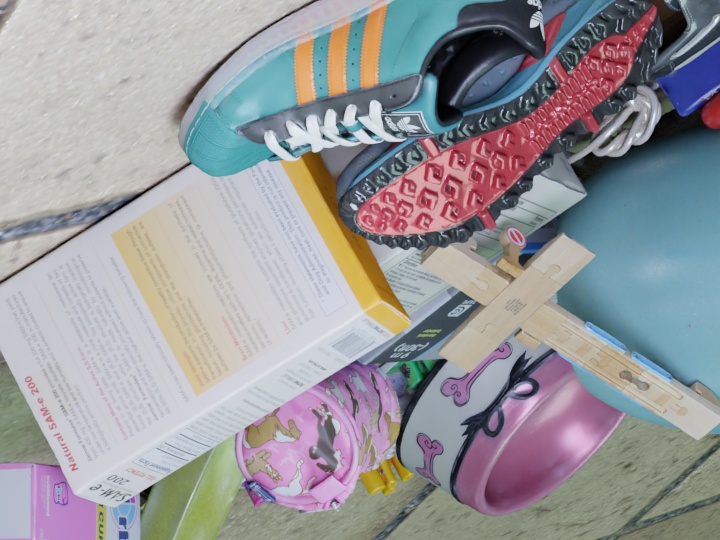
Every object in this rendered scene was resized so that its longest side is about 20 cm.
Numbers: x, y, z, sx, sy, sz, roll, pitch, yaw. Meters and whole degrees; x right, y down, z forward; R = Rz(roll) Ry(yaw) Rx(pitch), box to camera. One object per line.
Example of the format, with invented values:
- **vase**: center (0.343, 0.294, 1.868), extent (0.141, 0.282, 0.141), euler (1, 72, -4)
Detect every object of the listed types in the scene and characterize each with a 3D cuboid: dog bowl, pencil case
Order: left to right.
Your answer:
- **pencil case**: center (-0.025, 0.101, 1.879), extent (0.200, 0.083, 0.087), euler (-33, 138, -80)
- **dog bowl**: center (0.123, 0.094, 2.106), extent (0.200, 0.074, 0.200), euler (-35, 154, -21)

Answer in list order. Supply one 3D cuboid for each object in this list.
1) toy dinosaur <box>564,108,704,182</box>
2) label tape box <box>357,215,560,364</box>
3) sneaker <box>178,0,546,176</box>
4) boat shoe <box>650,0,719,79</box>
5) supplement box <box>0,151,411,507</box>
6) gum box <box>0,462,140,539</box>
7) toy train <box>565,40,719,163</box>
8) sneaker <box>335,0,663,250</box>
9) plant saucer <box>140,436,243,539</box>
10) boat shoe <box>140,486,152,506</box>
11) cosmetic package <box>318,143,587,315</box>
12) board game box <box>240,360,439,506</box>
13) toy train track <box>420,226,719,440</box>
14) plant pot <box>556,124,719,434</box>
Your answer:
- **toy dinosaur**: center (0.214, -0.086, 1.838), extent (0.200, 0.077, 0.102), euler (-30, 176, 16)
- **label tape box**: center (0.054, 0.016, 1.885), extent (0.200, 0.066, 0.143), euler (-41, 158, 30)
- **sneaker**: center (0.002, -0.094, 1.482), extent (0.200, 0.080, 0.071), euler (-32, 157, 10)
- **boat shoe**: center (0.189, -0.165, 1.592), extent (0.068, 0.072, 0.200), euler (-17, 160, -43)
- **supplement box**: center (-0.091, 0.023, 1.593), extent (0.200, 0.126, 0.074), euler (-31, 163, 7)
- **gum box**: center (-0.239, 0.146, 1.665), extent (0.199, 0.066, 0.113), euler (-3, 173, 26)
- **toy train**: center (0.204, -0.126, 1.728), extent (0.200, 0.085, 0.116), euler (-36, 174, 20)
- **sneaker**: center (0.064, -0.088, 1.563), extent (0.200, 0.096, 0.079), euler (-35, 131, -10)
- **plant saucer**: center (-0.106, 0.139, 1.864), extent (0.200, 0.031, 0.200), euler (24, 90, -84)
- **boat shoe**: center (-0.142, 0.104, 1.829), extent (0.066, 0.070, 0.200), euler (-35, 163, -7)
- **cosmetic package**: center (0.014, -0.030, 1.665), extent (0.200, 0.087, 0.103), euler (-33, 159, 16)
- **board game box**: center (0.034, 0.111, 2.172), extent (0.200, 0.026, 0.200), euler (-38, 160, 26)
- **toy train track**: center (0.121, 0.031, 1.643), extent (0.200, 0.033, 0.115), euler (32, 127, -18)
- **plant pot**: center (0.209, 0.006, 1.739), extent (0.161, 0.201, 0.200), euler (-6, 170, 22)
